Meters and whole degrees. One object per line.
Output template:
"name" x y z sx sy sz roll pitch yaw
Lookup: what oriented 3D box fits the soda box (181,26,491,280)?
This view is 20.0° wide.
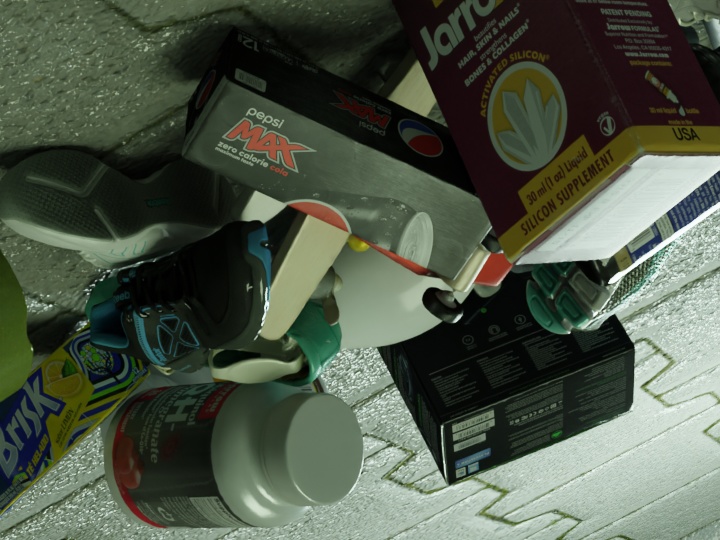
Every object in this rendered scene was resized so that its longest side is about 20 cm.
"soda box" -0.010 -0.072 1.285 0.199 0.064 0.071 24 125 -17

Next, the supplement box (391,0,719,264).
"supplement box" 0.125 -0.123 1.269 0.103 0.201 0.131 -3 151 -42

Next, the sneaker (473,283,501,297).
"sneaker" 0.116 -0.062 1.576 0.076 0.081 0.201 -11 151 -23

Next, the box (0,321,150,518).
"box" -0.246 0.120 1.520 0.070 0.064 0.200 -43 -178 42

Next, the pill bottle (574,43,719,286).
"pill bottle" 0.220 -0.088 1.436 0.199 0.112 0.112 -34 159 -1

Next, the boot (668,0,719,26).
"boot" 0.221 -0.181 1.358 0.074 0.095 0.200 -54 165 -16

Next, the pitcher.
"pitcher" 0.000 0.000 1.578 0.199 0.122 0.172 -27 -175 24

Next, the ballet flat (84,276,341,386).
"ballet flat" -0.114 0.046 1.488 0.198 0.071 0.068 7 125 9

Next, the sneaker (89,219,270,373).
"sneaker" -0.119 0.022 1.360 0.081 0.074 0.200 7 155 -24

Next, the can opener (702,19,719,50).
"can opener" 0.291 -0.181 1.533 0.052 0.067 0.200 8 168 23

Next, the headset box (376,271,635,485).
"headset box" 0.105 0.047 1.674 0.173 0.201 0.093 -21 143 -11

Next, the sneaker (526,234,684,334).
"sneaker" 0.208 -0.030 1.539 0.200 0.078 0.091 -45 157 5

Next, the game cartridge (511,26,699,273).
"game cartridge" 0.172 -0.089 1.523 0.132 0.041 0.201 -9 129 -32

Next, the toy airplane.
"toy airplane" -0.001 -0.059 1.410 0.198 0.141 0.201 -16 119 0

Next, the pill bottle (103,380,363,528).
"pill bottle" -0.094 0.139 1.539 0.199 0.112 0.110 -8 175 44

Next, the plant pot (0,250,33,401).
"plant pot" -0.313 0.051 1.272 0.189 0.201 0.200 -25 164 -38

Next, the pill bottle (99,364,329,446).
"pill bottle" -0.123 0.127 1.727 0.109 0.110 0.199 -38 155 33

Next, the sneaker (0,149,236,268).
"sneaker" -0.170 -0.031 1.356 0.080 0.071 0.199 -35 158 33
